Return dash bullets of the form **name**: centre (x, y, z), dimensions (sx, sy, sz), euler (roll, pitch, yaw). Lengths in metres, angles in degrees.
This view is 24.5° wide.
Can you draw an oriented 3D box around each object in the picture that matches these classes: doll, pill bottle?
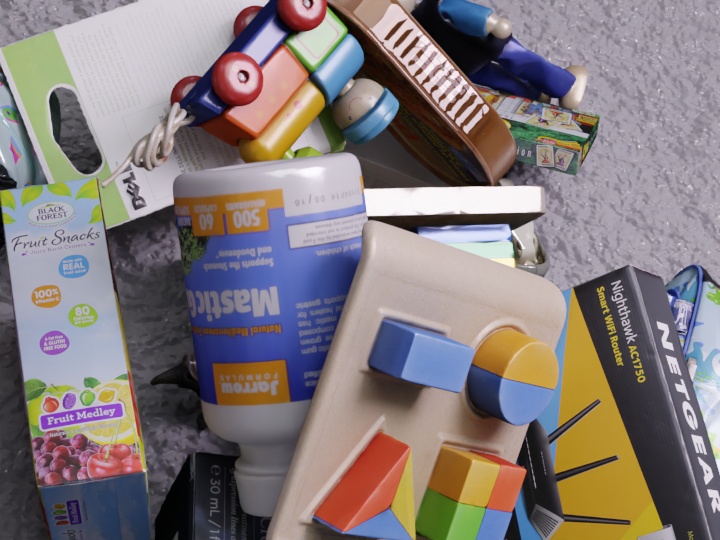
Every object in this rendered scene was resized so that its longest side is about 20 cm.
- **doll**: centre (0.083, -0.180, 1.329), dimensions (0.200, 0.136, 0.049), euler (25, 70, -33)
- **pill bottle**: centre (-0.043, 0.037, 0.968), dimensions (0.112, 0.112, 0.201), euler (-10, 95, -27)

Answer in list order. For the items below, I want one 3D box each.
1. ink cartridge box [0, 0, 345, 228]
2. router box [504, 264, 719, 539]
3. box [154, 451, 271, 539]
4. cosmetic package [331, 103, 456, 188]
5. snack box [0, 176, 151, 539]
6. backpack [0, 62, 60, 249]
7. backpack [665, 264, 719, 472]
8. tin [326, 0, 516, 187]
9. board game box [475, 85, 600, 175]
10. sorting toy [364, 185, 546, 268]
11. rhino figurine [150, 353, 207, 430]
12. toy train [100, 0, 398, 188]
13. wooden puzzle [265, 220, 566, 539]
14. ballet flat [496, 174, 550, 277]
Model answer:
- **ink cartridge box**: centre (-0.132, -0.111, 1.142), dimensions (0.199, 0.076, 0.148), euler (-21, 83, -16)
- **router box**: centre (0.140, 0.116, 1.026), dimensions (0.051, 0.149, 0.201), euler (14, 57, -54)
- **box**: centre (-0.024, 0.212, 1.039), dimensions (0.199, 0.107, 0.149), euler (9, 55, -17)
- **cosmetic package**: centre (-0.030, -0.087, 1.248), dimensions (0.199, 0.083, 0.051), euler (21, 54, -9)
- **snack box**: centre (-0.175, 0.072, 1.028), dimensions (0.067, 0.169, 0.201), euler (-7, 60, -10)
- **backpack**: centre (-0.301, -0.099, 1.107), dimensions (0.200, 0.167, 0.127), euler (30, 47, -9)
- **backpack**: centre (0.191, 0.113, 1.136), dimensions (0.147, 0.183, 0.200), euler (26, 52, -9)
- **tin**: centre (0.030, -0.133, 1.158), dimensions (0.200, 0.112, 0.042), euler (46, 73, -18)
- **board game box**: centre (0.081, -0.121, 1.289), dimensions (0.199, 0.024, 0.105), euler (15, 27, 11)
- **sorting toy**: centre (0.000, 0.000, 1.139), dimensions (0.198, 0.200, 0.070), euler (-2, 80, -20)
- **rhino figurine**: centre (-0.043, 0.075, 1.129), dimensions (0.199, 0.088, 0.060), euler (-2, 64, -6)
- **toy train**: centre (-0.067, -0.085, 1.069), dimensions (0.116, 0.085, 0.200), euler (45, 65, -16)
- **wooden puzzle**: centre (0.046, 0.088, 0.948), dimensions (0.185, 0.046, 0.201), euler (17, 88, -46)
- **ballet flat**: centre (0.096, -0.068, 1.298), dimensions (0.067, 0.064, 0.200), euler (-10, 62, -27)
